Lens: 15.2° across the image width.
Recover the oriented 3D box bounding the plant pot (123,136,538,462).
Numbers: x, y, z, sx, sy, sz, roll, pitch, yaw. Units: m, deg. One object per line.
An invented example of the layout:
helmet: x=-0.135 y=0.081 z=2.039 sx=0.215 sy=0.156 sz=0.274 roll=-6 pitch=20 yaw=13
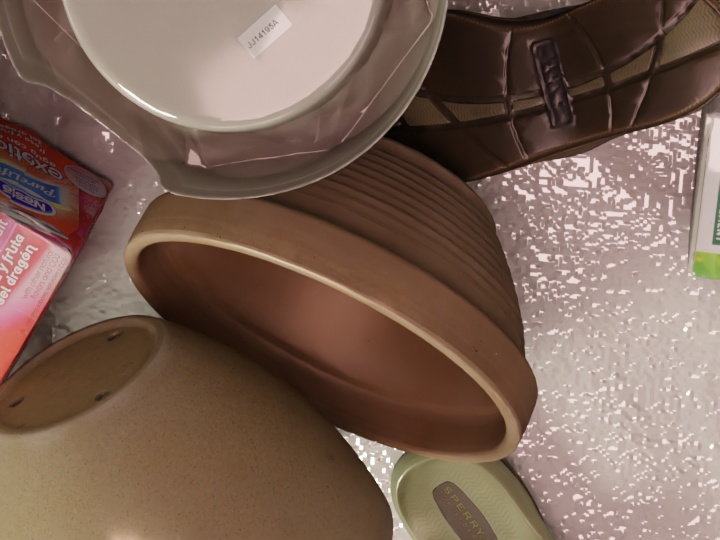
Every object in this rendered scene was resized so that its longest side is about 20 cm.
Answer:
plant pot: x=0.000 y=0.000 z=1.236 sx=0.200 sy=0.201 sz=0.093 roll=30 pitch=71 yaw=-5

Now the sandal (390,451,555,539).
sandal: x=0.083 y=0.169 z=1.332 sx=0.080 sy=0.057 sz=0.201 roll=-39 pitch=102 yaw=18

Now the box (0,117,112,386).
box: x=-0.210 y=0.029 z=1.288 sx=0.095 sy=0.100 sz=0.201 roll=30 pitch=112 yaw=-6

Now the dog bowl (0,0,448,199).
dog bowl: x=-0.055 y=-0.133 z=1.140 sx=0.198 sy=0.059 sz=0.202 roll=2 pitch=101 yaw=11

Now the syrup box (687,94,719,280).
syrup box: x=0.251 y=-0.037 z=1.222 sx=0.198 sy=0.082 sz=0.079 roll=7 pitch=113 yaw=5

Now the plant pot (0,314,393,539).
plant pot: x=-0.102 y=0.101 z=1.240 sx=0.199 sy=0.201 sz=0.135 roll=-21 pitch=115 yaw=14

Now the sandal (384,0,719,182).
sandal: x=0.081 y=-0.090 z=1.230 sx=0.199 sy=0.055 sz=0.082 roll=-13 pitch=91 yaw=26
